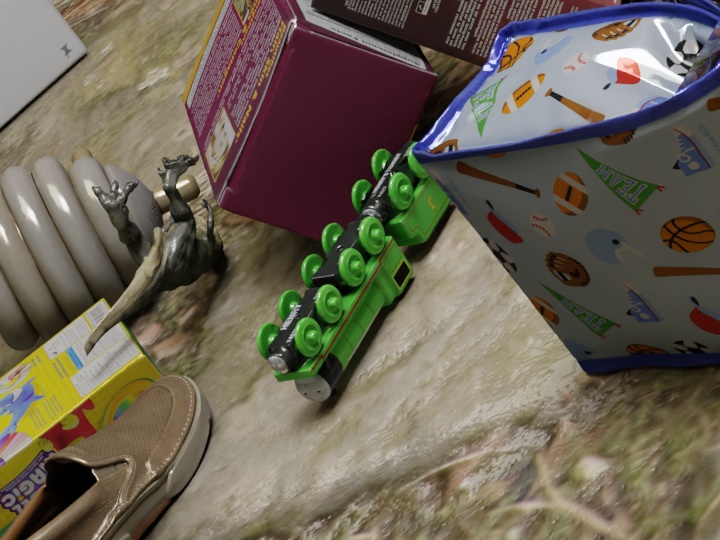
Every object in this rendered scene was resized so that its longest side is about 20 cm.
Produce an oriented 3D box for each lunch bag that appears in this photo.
[{"bbox_3d":[0.159,-0.045,1.400,0.200,0.170,0.124,-5,44,52],"label":"lunch bag"}]

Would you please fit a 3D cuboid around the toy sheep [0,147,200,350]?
[{"bbox_3d":[-0.200,-0.017,1.885,0.200,0.138,0.138,-31,24,-1],"label":"toy sheep"}]

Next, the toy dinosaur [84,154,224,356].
[{"bbox_3d":[-0.129,-0.021,1.790,0.047,0.088,0.200,-3,16,24],"label":"toy dinosaur"}]

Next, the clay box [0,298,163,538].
[{"bbox_3d":[-0.215,0.110,1.773,0.200,0.048,0.115,-39,25,-3],"label":"clay box"}]

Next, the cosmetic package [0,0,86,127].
[{"bbox_3d":[-0.369,-0.176,2.400,0.199,0.123,0.200,-43,26,-13],"label":"cosmetic package"}]

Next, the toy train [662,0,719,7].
[{"bbox_3d":[0.207,-0.138,1.647,0.034,0.046,0.200,-44,20,14],"label":"toy train"}]

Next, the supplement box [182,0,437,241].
[{"bbox_3d":[-0.036,-0.117,1.809,0.200,0.103,0.131,-112,43,-65],"label":"supplement box"}]

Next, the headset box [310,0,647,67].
[{"bbox_3d":[0.083,-0.194,1.765,0.149,0.200,0.075,-73,4,-55],"label":"headset box"}]

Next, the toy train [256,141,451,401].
[{"bbox_3d":[0.000,0.000,1.668,0.042,0.056,0.200,-9,36,38],"label":"toy train"}]

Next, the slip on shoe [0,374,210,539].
[{"bbox_3d":[-0.154,0.124,1.650,0.076,0.061,0.200,-12,35,44],"label":"slip on shoe"}]
